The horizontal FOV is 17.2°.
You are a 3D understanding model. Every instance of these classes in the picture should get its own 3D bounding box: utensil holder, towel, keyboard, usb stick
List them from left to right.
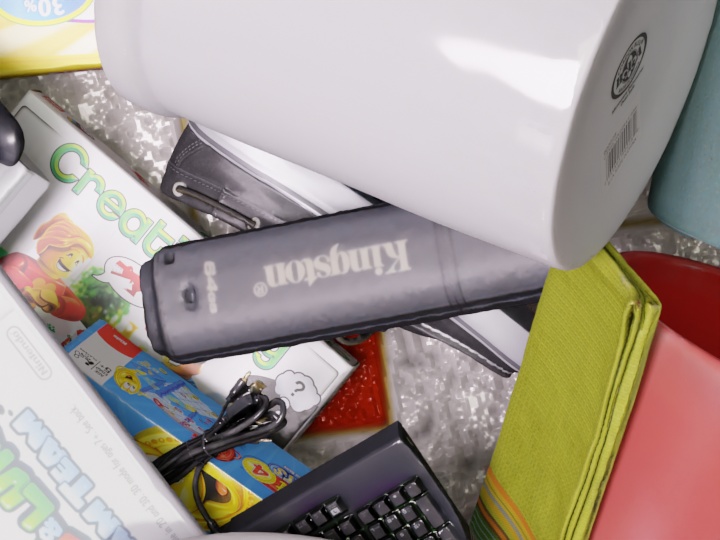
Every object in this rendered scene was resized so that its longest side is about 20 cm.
[{"bbox_3d":[-0.056,0.124,1.019,0.200,0.021,0.127,-33,94,19],"label":"keyboard"},{"bbox_3d":[0.000,0.000,1.042,0.199,0.033,0.056,-11,90,15],"label":"usb stick"},{"bbox_3d":[0.023,-0.110,0.945,0.199,0.170,0.171,23,93,20],"label":"utensil holder"},{"bbox_3d":[0.074,0.082,0.996,0.018,0.086,0.201,4,116,-24],"label":"towel"}]

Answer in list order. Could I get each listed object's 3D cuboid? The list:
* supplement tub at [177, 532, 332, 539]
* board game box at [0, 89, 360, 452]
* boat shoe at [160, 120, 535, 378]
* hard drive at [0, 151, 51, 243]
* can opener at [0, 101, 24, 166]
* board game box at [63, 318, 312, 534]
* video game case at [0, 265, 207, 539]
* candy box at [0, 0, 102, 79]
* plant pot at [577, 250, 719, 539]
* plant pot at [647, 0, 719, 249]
[{"bbox_3d":[-0.042,0.215,0.937,0.131,0.132,0.201,1,103,4],"label":"supplement tub"},{"bbox_3d":[-0.116,0.028,1.114,0.200,0.035,0.126,40,95,2],"label":"board game box"},{"bbox_3d":[-0.006,-0.003,1.091,0.200,0.070,0.066,35,101,3],"label":"boat shoe"},{"bbox_3d":[-0.245,-0.004,1.097,0.200,0.026,0.132,-49,55,5],"label":"hard drive"},{"bbox_3d":[-0.216,-0.094,1.072,0.200,0.063,0.079,30,137,36],"label":"can opener"},{"bbox_3d":[-0.096,0.160,1.079,0.195,0.056,0.200,34,110,4],"label":"board game box"},{"bbox_3d":[-0.166,0.126,0.988,0.182,0.024,0.200,-38,96,-4],"label":"video game case"},{"bbox_3d":[-0.093,-0.147,1.112,0.199,0.026,0.103,-5,95,5],"label":"candy box"},{"bbox_3d":[0.159,0.112,1.028,0.200,0.200,0.178,24,105,3],"label":"plant pot"},{"bbox_3d":[0.218,-0.099,1.017,0.199,0.200,0.197,16,101,4],"label":"plant pot"}]
